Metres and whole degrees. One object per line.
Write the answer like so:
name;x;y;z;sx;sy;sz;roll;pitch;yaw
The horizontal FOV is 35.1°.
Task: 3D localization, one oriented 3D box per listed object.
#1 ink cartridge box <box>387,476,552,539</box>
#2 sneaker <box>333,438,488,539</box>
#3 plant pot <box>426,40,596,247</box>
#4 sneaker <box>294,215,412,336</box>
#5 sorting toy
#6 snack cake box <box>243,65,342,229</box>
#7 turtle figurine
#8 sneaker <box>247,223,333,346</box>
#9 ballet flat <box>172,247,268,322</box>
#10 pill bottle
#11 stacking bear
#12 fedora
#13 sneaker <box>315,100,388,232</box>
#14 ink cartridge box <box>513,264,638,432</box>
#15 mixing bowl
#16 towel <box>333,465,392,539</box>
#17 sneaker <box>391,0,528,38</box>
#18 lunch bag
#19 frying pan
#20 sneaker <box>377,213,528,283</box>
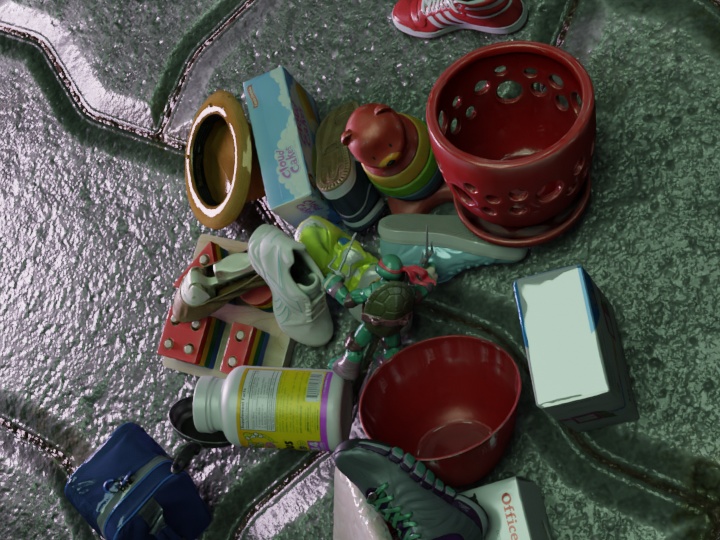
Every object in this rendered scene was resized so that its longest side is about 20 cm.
ink cartridge box;0.126;0.342;1.352;0.197;0.083;0.148;-21;67;20
sneaker;0.051;0.264;1.260;0.198;0.075;0.088;30;45;-6
plant pot;0.190;-0.147;1.383;0.196;0.183;0.203;-8;55;11
sneaker;0.000;0.000;1.522;0.076;0.105;0.200;-41;92;15
sorting toy;-0.183;0.055;1.594;0.197;0.069;0.202;11;81;29
snack cake box;-0.094;-0.165;1.583;0.066;0.115;0.203;-20;68;15
turtle figurine;0.024;0.039;1.414;0.147;0.101;0.203;7;118;-9
sneaker;-0.077;0.032;1.478;0.080;0.202;0.071;19;57;42
ballet flat;-0.185;0.011;1.526;0.197;0.072;0.069;-21;67;20
pill bottle;-0.113;0.178;1.480;0.196;0.104;0.106;2;76;11
stacking bear;0.046;-0.150;1.461;0.120;0.199;0.115;-29;65;16
fedora;-0.180;-0.155;1.627;0.199;0.081;0.205;-7;82;54
sneaker;-0.010;-0.139;1.571;0.069;0.109;0.202;-20;38;22
ink cartridge box;0.248;0.094;1.296;0.083;0.200;0.147;-15;70;17
mixing bowl;0.105;0.185;1.371;0.196;0.110;0.202;-12;38;9
towel;0.008;0.348;1.336;0.032;0.194;0.201;-8;34;-16
sneaker;0.118;-0.368;1.537;0.197;0.112;0.073;5;77;27
lunch bag;-0.285;0.307;1.498;0.132;0.201;0.136;35;70;27
frying pan;-0.199;0.223;1.515;0.191;0.113;0.031;-110;28;-61
sneaker;0.120;-0.022;1.478;0.196;0.074;0.083;9;122;17
